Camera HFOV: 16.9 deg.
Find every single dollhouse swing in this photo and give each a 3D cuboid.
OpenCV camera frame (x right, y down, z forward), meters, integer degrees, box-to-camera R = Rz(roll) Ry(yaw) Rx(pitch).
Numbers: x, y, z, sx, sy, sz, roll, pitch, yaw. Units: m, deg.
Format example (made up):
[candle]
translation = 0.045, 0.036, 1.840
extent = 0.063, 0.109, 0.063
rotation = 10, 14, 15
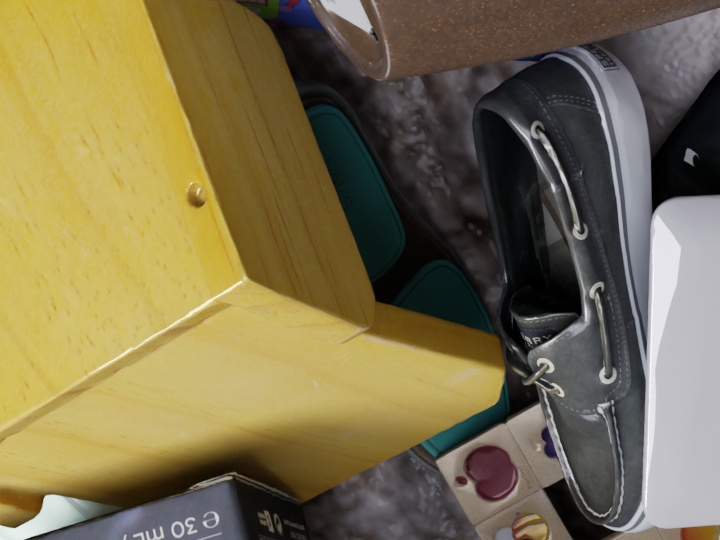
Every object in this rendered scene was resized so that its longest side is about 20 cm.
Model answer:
[dollhouse swing]
translation = -0.071, -0.003, 0.930
extent = 0.200, 0.175, 0.182
rotation = -31, 74, 36

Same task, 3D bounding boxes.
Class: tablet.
[tablet]
translation = 0.205, 0.032, 0.914
extent = 0.199, 0.014, 0.131
rotation = -3, 106, -8

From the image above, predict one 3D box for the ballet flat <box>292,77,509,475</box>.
[ballet flat]
translation = 0.000, 0.000, 0.986
extent = 0.064, 0.067, 0.200
rotation = 19, 146, 50

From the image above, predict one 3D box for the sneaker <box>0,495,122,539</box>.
[sneaker]
translation = -0.067, 0.102, 1.039
extent = 0.200, 0.074, 0.119
rotation = 23, 112, 1

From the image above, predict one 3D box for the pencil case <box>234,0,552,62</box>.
[pencil case]
translation = -0.013, -0.129, 0.910
extent = 0.199, 0.087, 0.078
rotation = 7, 75, 2

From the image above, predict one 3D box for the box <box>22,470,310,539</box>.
[box]
translation = -0.079, 0.198, 0.933
extent = 0.148, 0.107, 0.201
rotation = -18, 76, 10

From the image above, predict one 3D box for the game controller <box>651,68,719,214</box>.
[game controller]
translation = 0.208, -0.003, 0.948
extent = 0.200, 0.042, 0.105
rotation = 33, 101, -6

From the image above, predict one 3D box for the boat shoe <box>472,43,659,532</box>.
[boat shoe]
translation = 0.079, 0.014, 0.922
extent = 0.069, 0.056, 0.201
rotation = 21, 127, 53

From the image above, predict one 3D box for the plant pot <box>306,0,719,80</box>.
[plant pot]
translation = 0.069, -0.150, 0.793
extent = 0.200, 0.187, 0.187
rotation = -30, 105, -9

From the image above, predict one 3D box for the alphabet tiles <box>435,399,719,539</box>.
[alphabet tiles]
translation = 0.150, 0.121, 1.006
extent = 0.167, 0.008, 0.200
rotation = -28, 105, 5
